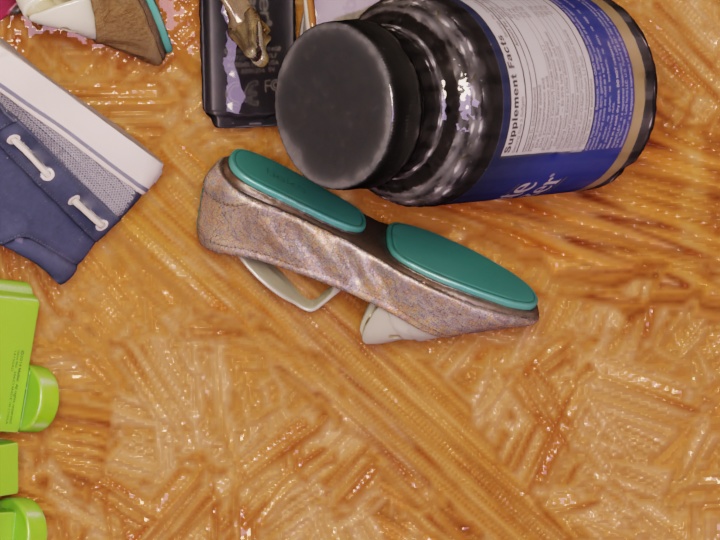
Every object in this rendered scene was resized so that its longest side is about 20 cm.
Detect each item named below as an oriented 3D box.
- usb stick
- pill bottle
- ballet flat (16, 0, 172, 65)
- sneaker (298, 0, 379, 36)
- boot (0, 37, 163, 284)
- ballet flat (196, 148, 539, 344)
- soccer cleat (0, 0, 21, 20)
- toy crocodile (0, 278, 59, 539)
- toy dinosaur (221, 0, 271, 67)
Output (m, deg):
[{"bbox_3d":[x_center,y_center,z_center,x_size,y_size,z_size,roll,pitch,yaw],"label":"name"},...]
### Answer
[{"bbox_3d":[-0.062,-0.179,1.635,0.055,0.033,0.201,-3,98,-16],"label":"usb stick"},{"bbox_3d":[0.055,-0.091,1.572,0.200,0.112,0.112,-7,101,-45],"label":"pill bottle"},{"bbox_3d":[-0.152,-0.169,1.564,0.072,0.200,0.068,-26,57,-8],"label":"ballet flat"},{"bbox_3d":[0.006,-0.195,1.615,0.073,0.085,0.201,3,95,-5],"label":"sneaker"},{"bbox_3d":[-0.199,-0.072,1.588,0.200,0.073,0.090,37,92,-33],"label":"boot"},{"bbox_3d":[0.000,0.000,1.658,0.200,0.068,0.067,26,114,-4],"label":"ballet flat"},{"bbox_3d":[-0.180,-0.229,1.606,0.086,0.070,0.200,36,105,24],"label":"soccer cleat"},{"bbox_3d":[-0.212,0.102,1.646,0.067,0.062,0.201,1,97,-46],"label":"toy crocodile"},{"bbox_3d":[-0.072,-0.209,1.585,0.101,0.058,0.201,20,73,-47],"label":"toy dinosaur"}]
